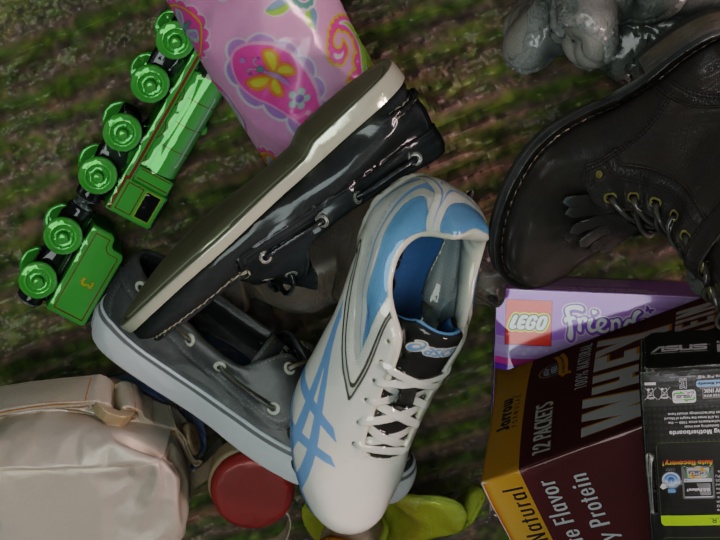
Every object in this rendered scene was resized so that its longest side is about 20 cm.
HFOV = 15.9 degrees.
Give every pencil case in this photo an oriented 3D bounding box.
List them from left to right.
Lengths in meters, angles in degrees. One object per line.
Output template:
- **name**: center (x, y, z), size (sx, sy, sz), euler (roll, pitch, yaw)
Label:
- **pencil case**: center (-0.050, -0.137, 1.390), size (0.087, 0.087, 0.200), euler (-29, 109, 13)

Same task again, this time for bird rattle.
- **bird rattle**: center (-0.018, 0.196, 1.438), size (0.113, 0.163, 0.200), euler (21, 99, 9)

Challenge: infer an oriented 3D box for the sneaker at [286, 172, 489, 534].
- **sneaker**: center (0.015, 0.049, 1.324), size (0.072, 0.072, 0.200), euler (6, 110, -27)

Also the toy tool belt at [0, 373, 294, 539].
- **toy tool belt**: center (-0.135, 0.104, 1.456), size (0.200, 0.123, 0.125), euler (-6, 113, 3)

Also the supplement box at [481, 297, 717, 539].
- **supplement box**: center (0.197, 0.128, 1.355), size (0.200, 0.133, 0.197), euler (-22, 109, 16)

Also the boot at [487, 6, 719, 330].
- **boot**: center (0.156, -0.021, 1.241), size (0.069, 0.174, 0.200), euler (26, 117, -37)

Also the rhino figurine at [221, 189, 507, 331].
- **rhino figurine**: center (0.000, 0.000, 1.428), size (0.200, 0.060, 0.088), euler (-9, 102, 20)

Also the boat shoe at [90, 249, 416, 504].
- **boat shoe**: center (-0.054, 0.058, 1.397), size (0.200, 0.069, 0.057), euler (30, 122, 4)

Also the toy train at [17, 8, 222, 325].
- **toy train**: center (-0.129, -0.058, 1.453), size (0.056, 0.042, 0.200), euler (28, 103, -14)

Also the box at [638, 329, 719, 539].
- **box**: center (0.240, 0.120, 1.249), size (0.200, 0.048, 0.193), euler (-4, 115, 8)

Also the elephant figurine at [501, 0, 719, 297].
- **elephant figurine**: center (0.185, -0.106, 1.365), size (0.200, 0.142, 0.155), euler (39, 143, -8)

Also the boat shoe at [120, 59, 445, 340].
- **boat shoe**: center (-0.037, -0.021, 1.349), size (0.199, 0.075, 0.066), euler (-44, 105, 2)

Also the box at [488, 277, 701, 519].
- **box**: center (0.173, 0.076, 1.443), size (0.200, 0.039, 0.137), euler (2, 103, 7)
